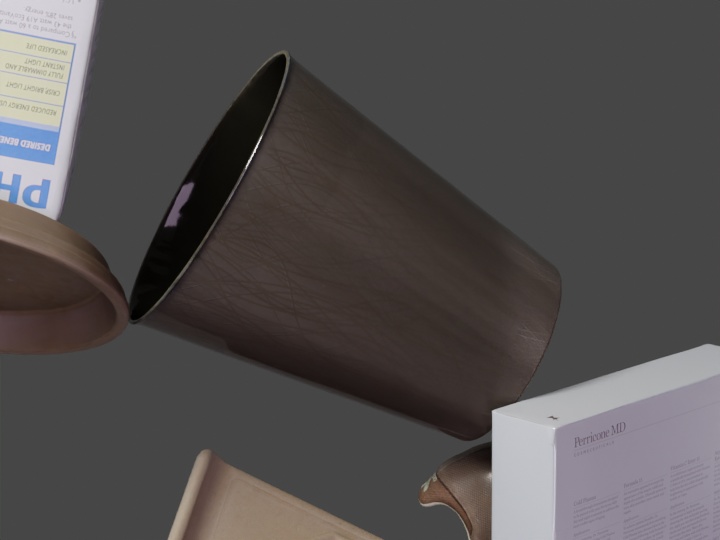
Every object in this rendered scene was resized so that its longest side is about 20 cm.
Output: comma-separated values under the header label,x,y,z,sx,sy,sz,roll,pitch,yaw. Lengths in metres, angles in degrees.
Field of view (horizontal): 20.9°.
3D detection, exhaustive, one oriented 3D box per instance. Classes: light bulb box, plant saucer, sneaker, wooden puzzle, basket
label,x,y,z,sx,sy,sz,roll,pitch,yaw
light bulb box,-0.233,-0.149,1.027,0.196,0.125,0.202,11,102,-8
plant saucer,-0.220,-0.001,1.041,0.198,0.200,0.030,10,68,-7
sneaker,0.102,0.196,1.173,0.075,0.070,0.201,-20,98,16
wooden puzzle,-0.034,0.218,1.114,0.199,0.186,0.037,30,134,-13
basket,0.000,0.000,1.078,0.199,0.136,0.181,27,123,-15

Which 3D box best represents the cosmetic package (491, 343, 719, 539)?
label,x,y,z,sx,sy,sz,roll,pitch,yaw
cosmetic package,0.155,0.135,1.108,0.199,0.051,0.152,-12,109,-43
